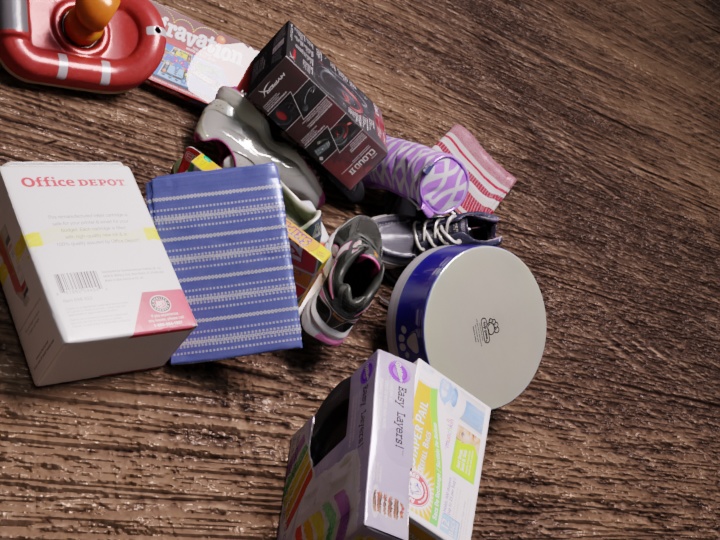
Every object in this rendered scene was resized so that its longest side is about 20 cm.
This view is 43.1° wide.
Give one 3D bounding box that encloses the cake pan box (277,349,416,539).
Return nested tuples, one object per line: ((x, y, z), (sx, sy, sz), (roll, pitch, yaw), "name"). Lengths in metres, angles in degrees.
((-0.016, 0.199, 0.871), (0.052, 0.184, 0.202), (27, 43, -20), "cake pan box")

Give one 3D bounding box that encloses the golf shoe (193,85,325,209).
((-0.130, -0.139, 1.171), (0.200, 0.075, 0.092), (46, 74, -18), "golf shoe")

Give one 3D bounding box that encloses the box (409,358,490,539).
((0.059, 0.217, 0.988), (0.112, 0.101, 0.201), (34, 40, -13), "box")

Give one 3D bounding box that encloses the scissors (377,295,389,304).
((0.106, 0.087, 1.218), (0.200, 0.014, 0.073), (43, 41, -2), "scissors")

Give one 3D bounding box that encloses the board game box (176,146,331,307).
((-0.132, -0.044, 1.015), (0.199, 0.096, 0.030), (39, 42, 6), "board game box")

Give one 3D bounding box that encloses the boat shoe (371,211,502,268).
((0.092, -0.049, 1.189), (0.197, 0.092, 0.076), (-2, 75, -31), "boat shoe")

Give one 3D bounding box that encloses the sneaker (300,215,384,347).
((0.000, 0.000, 1.066), (0.080, 0.086, 0.201), (33, 40, -17), "sneaker")

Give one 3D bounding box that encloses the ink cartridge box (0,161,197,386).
((-0.271, -0.002, 0.900), (0.144, 0.083, 0.202), (-5, 60, -44), "ink cartridge box")

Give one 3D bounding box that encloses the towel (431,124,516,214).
((0.171, -0.153, 1.477), (0.144, 0.023, 0.200), (44, 39, -1), "towel")

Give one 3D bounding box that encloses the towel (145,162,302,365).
((-0.144, -0.009, 0.958), (0.142, 0.024, 0.203), (-8, 83, -6), "towel")

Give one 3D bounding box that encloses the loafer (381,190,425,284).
((0.065, -0.070, 1.275), (0.071, 0.063, 0.202), (28, 42, -21), "loafer")

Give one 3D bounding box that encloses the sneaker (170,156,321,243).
((-0.126, -0.088, 1.052), (0.199, 0.090, 0.067), (35, 52, 2), "sneaker")

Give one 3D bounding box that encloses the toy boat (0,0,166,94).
((-0.314, -0.285, 1.050), (0.198, 0.130, 0.133), (0, 80, -38), "toy boat")

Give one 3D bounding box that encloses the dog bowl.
((0.133, 0.069, 1.125), (0.198, 0.078, 0.204), (0, 90, -32), "dog bowl")

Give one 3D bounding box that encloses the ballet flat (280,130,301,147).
((-0.105, -0.219, 1.265), (0.199, 0.068, 0.073), (33, 53, -22), "ballet flat")

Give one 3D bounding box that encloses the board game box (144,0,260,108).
((-0.230, -0.277, 1.179), (0.198, 0.019, 0.104), (20, 71, -20), "board game box")

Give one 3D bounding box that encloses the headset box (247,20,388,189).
((-0.046, -0.207, 1.175), (0.199, 0.075, 0.149), (40, 22, -24), "headset box")

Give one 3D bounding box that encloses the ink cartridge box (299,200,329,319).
((-0.108, -0.006, 1.078), (0.198, 0.050, 0.164), (-3, 58, -47), "ink cartridge box")

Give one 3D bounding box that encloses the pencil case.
((0.065, -0.128, 1.227), (0.084, 0.086, 0.200), (34, -1, -31), "pencil case")

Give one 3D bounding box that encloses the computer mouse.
((-0.057, -0.158, 1.212), (0.200, 0.034, 0.059), (44, -1, -37), "computer mouse")
